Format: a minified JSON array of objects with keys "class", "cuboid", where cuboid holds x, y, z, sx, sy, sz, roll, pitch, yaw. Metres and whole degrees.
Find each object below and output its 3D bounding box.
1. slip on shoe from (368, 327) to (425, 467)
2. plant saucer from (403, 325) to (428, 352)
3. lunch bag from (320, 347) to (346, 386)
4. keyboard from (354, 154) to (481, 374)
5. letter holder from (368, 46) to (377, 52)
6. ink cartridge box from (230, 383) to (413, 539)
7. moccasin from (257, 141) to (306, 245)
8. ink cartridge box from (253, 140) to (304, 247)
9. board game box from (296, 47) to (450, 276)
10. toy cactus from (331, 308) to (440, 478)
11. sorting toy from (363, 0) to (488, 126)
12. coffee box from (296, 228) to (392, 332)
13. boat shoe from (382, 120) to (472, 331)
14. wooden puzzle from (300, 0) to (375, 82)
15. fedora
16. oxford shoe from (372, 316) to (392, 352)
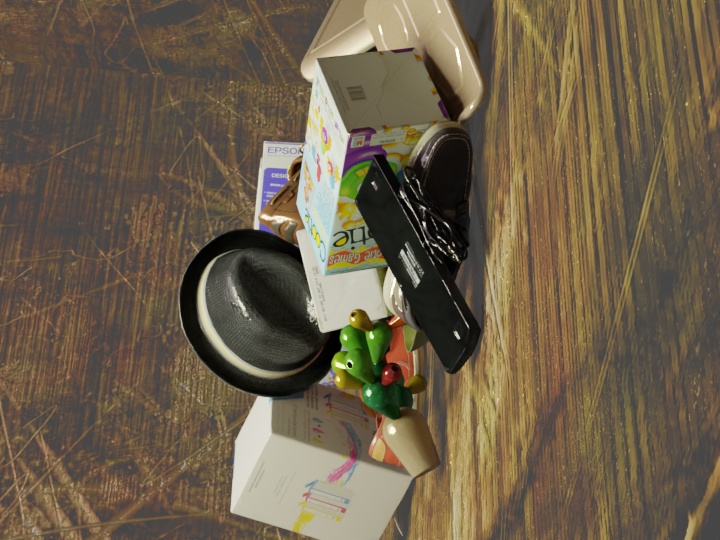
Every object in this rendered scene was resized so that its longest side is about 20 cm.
[{"class":"slip on shoe","cuboid":[0.038,0.127,1.728,0.074,0.061,0.200,97,176,-51]},{"class":"plant saucer","cuboid":[0.071,-0.013,1.634,0.200,0.031,0.201,-175,90,-86]},{"class":"lunch bag","cuboid":[-0.042,0.064,2.021,0.200,0.169,0.127,-94,-2,-71]},{"class":"keyboard","cuboid":[0.063,-0.015,1.398,0.200,0.040,0.104,62,151,22]},{"class":"letter holder","cuboid":[0.024,-0.215,1.707,0.200,0.142,0.101,-96,12,-67]},{"class":"ink cartridge box","cuboid":[-0.033,0.222,1.796,0.129,0.200,0.125,-94,26,-58]},{"class":"moccasin","cuboid":[-0.054,-0.107,1.795,0.202,0.078,0.074,-58,-13,-38]},{"class":"ink cartridge box","cuboid":[-0.031,-0.088,1.950,0.043,0.198,0.200,-94,10,-47]},{"class":"board game box","cuboid":[0.009,-0.103,1.521,0.200,0.103,0.105,101,154,-49]},{"class":"toy cactus","cuboid":[0.035,0.122,1.551,0.165,0.102,0.200,62,175,13]},{"class":"sorting toy","cuboid":[0.065,-0.216,1.508,0.185,0.036,0.200,132,124,-67]},{"class":"coffee box","cuboid":[0.000,0.000,1.737,0.200,0.080,0.113,-12,-92,-79]},{"class":"boat shoe","cuboid":[0.072,-0.037,1.450,0.065,0.072,0.200,48,128,54]},{"class":"wooden puzzle","cuboid":[0.028,-0.303,1.694,0.185,0.037,0.200,-27,34,41]},{"class":"fedora","cuboid":[-0.098,0.041,1.726,0.092,0.200,0.201,147,128,-66]},{"class":"oxford shoe","cuboid":[0.038,0.056,1.866,0.073,0.071,0.201,-143,52,-60]}]
